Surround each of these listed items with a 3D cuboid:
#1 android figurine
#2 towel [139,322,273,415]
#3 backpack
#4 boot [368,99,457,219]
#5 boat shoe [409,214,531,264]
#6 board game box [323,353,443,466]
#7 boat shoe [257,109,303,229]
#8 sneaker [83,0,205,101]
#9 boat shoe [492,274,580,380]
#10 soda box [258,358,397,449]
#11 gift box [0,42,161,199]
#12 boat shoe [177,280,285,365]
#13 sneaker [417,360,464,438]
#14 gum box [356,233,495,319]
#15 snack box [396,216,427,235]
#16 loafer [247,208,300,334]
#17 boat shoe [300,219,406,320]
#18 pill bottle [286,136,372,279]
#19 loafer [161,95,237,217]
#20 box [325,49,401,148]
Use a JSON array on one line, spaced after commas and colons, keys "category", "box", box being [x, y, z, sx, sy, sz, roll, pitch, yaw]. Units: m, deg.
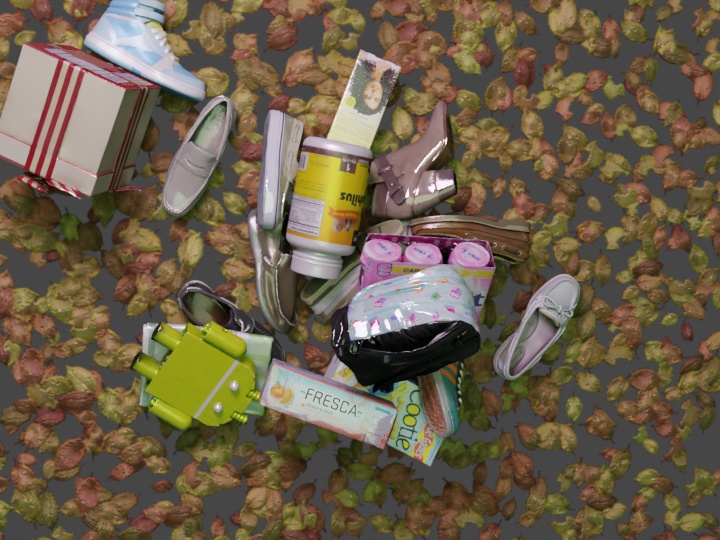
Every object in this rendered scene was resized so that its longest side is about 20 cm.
[{"category": "android figurine", "box": [-0.240, 0.162, 1.390, 0.199, 0.041, 0.182, 35, 107, -18]}, {"category": "towel", "box": [-0.240, 0.157, 1.420, 0.197, 0.031, 0.151, 7, 117, -7]}, {"category": "backpack", "box": [0.069, 0.080, 1.306, 0.198, 0.167, 0.128, -18, 61, 13]}, {"category": "boot", "box": [0.077, -0.174, 1.464, 0.144, 0.070, 0.202, -10, 58, 16]}, {"category": "boat shoe", "box": [0.172, -0.046, 1.429, 0.197, 0.072, 0.069, 3, 86, -9]}, {"category": "board game box", "box": [0.037, 0.208, 1.449, 0.198, 0.105, 0.104, 28, 88, -6]}, {"category": "boat shoe", "box": [-0.121, -0.157, 1.418, 0.061, 0.072, 0.203, 8, 68, -14]}, {"category": "sneaker", "box": [-0.309, -0.353, 1.410, 0.198, 0.080, 0.132, 27, 89, -8]}, {"category": "boat shoe", "box": [0.293, 0.094, 1.500, 0.074, 0.065, 0.202, 41, 86, -6]}, {"category": "soda box", "box": [-0.047, 0.195, 1.352, 0.198, 0.068, 0.064, 21, 90, -6]}, {"category": "gift box", "box": [-0.400, -0.202, 1.325, 0.198, 0.185, 0.189, 26, 104, 5]}, {"category": "boat shoe", "box": [-0.202, 0.093, 1.436, 0.199, 0.068, 0.072, 39, 83, -8]}, {"category": "sneaker", "box": [0.129, 0.153, 1.391, 0.079, 0.072, 0.202, -1, 60, -20]}, {"category": "gum box", "box": [0.090, 0.013, 1.382, 0.197, 0.067, 0.114, 3, 130, -11]}, {"category": "snack box", "box": [0.119, 0.020, 1.482, 0.140, 0.053, 0.203, 6, 88, -9]}, {"category": "loafer", "box": [-0.125, -0.001, 1.433, 0.069, 0.075, 0.203, -11, 92, 15]}, {"category": "boat shoe", "box": [0.000, 0.000, 1.455, 0.199, 0.075, 0.068, -37, 117, 13]}, {"category": "pill bottle", "box": [-0.050, -0.093, 1.388, 0.108, 0.109, 0.203, 10, 96, -7]}, {"category": "loafer", "box": [-0.252, -0.178, 1.423, 0.069, 0.070, 0.202, 24, 88, -7]}, {"category": "box", "box": [-0.006, -0.240, 1.465, 0.074, 0.050, 0.202, 20, 89, -6]}]
